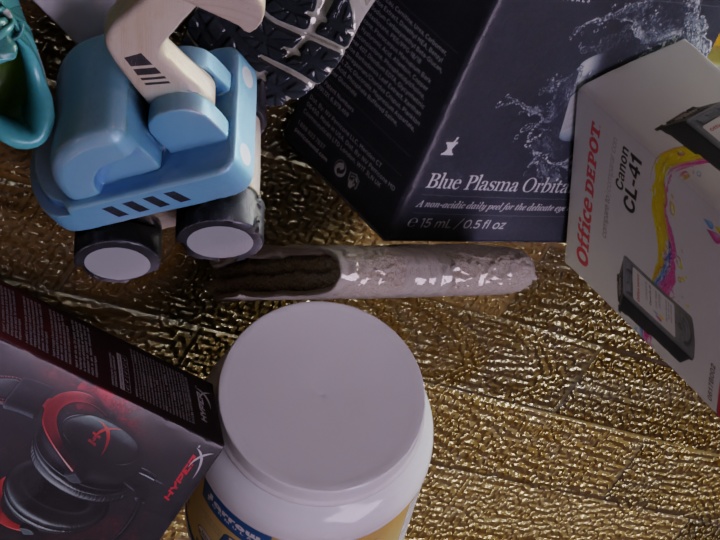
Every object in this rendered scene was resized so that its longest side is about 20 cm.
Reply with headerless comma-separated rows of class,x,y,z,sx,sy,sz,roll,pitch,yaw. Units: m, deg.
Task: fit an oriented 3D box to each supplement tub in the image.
supplement tub,-0.033,0.116,1.610,0.145,0.145,0.200,-28,160,-18

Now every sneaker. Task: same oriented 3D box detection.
sneaker,-0.015,-0.166,1.452,0.200,0.078,0.086,-40,-171,23
sneaker,-0.198,-0.139,1.310,0.077,0.080,0.200,-36,141,-10

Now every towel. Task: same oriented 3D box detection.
towel,0.000,0.000,1.539,0.132,0.200,0.034,-2,90,-28

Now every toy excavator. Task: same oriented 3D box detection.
toy excavator,-0.106,-0.091,1.353,0.194,0.100,0.200,-13,149,23

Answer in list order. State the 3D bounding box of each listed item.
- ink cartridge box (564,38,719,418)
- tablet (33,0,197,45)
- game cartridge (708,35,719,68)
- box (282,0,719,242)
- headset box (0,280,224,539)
ink cartridge box,0.210,-0.012,1.507,0.086,0.200,0.148,-25,139,-25
tablet,-0.089,-0.199,1.405,0.200,0.014,0.130,-43,143,1
game cartridge,0.242,-0.119,1.764,0.176,0.032,0.200,0,126,-42
box,0.091,-0.126,1.553,0.197,0.117,0.200,-1,125,-42
headset box,-0.201,0.096,1.484,0.200,0.075,0.149,28,109,-22
